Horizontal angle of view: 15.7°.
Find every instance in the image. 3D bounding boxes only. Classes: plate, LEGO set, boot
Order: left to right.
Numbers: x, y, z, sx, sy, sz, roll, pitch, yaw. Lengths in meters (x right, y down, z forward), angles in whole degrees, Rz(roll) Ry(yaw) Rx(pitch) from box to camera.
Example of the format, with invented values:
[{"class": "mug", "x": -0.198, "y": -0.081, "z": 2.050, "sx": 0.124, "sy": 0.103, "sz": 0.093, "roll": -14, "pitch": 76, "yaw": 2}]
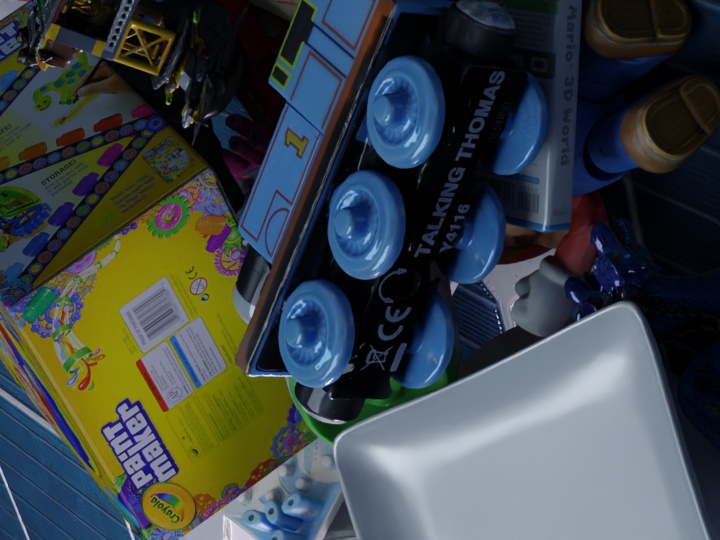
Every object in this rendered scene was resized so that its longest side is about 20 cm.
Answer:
[{"class": "boot", "x": -0.093, "y": -0.080, "z": 1.412, "sx": 0.132, "sy": 0.070, "sz": 0.200, "roll": 65, "pitch": 168, "yaw": -26}, {"class": "LEGO set", "x": -0.064, "y": -0.167, "z": 1.157, "sx": 0.201, "sy": 0.115, "sz": 0.154, "roll": -66, "pitch": 20, "yaw": 15}, {"class": "plate", "x": 0.087, "y": 0.136, "z": 1.136, "sx": 0.199, "sy": 0.032, "sz": 0.201, "roll": -28, "pitch": 75, "yaw": 42}]

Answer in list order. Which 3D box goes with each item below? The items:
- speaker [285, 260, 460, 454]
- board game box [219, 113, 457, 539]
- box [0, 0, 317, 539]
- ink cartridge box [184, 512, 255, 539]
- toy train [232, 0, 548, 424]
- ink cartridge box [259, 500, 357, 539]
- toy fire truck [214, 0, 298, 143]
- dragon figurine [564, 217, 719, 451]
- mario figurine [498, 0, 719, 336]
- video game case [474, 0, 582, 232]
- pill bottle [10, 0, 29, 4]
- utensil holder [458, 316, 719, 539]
[{"class": "speaker", "x": 0.000, "y": 0.000, "z": 1.281, "sx": 0.200, "sy": 0.088, "sz": 0.089, "roll": -97, "pitch": -7, "yaw": -54}, {"class": "board game box", "x": -0.052, "y": 0.032, "z": 1.449, "sx": 0.026, "sy": 0.201, "sz": 0.200, "roll": 24, "pitch": -174, "yaw": -46}, {"class": "box", "x": -0.136, "y": 0.001, "z": 1.354, "sx": 0.193, "sy": 0.122, "sz": 0.200, "roll": 44, "pitch": 165, "yaw": 45}, {"class": "ink cartridge box", "x": -0.085, "y": 0.067, "z": 1.586, "sx": 0.200, "sy": 0.145, "sz": 0.084, "roll": 43, "pitch": 152, "yaw": 26}, {"class": "toy train", "x": 0.005, "y": -0.036, "z": 1.123, "sx": 0.114, "sy": 0.086, "sz": 0.201, "roll": 44, "pitch": 120, "yaw": 42}, {"class": "ink cartridge box", "x": 0.042, "y": 0.193, "z": 1.485, "sx": 0.084, "sy": 0.146, "sz": 0.201, "roll": -10, "pitch": 114, "yaw": 36}, {"class": "toy fire truck", "x": -0.045, "y": -0.144, "z": 1.368, "sx": 0.200, "sy": 0.049, "sz": 0.141, "roll": 54, "pitch": 156, "yaw": 6}, {"class": "dragon figurine", "x": 0.176, "y": 0.049, "z": 1.130, "sx": 0.200, "sy": 0.099, "sz": 0.059, "roll": 50, "pitch": 156, "yaw": 4}, {"class": "mario figurine", "x": 0.075, "y": -0.049, "z": 1.179, "sx": 0.105, "sy": 0.124, "sz": 0.200, "roll": 21, "pitch": 153, "yaw": -16}, {"class": "video game case", "x": 0.044, "y": -0.127, "z": 1.146, "sx": 0.143, "sy": 0.018, "sz": 0.201, "roll": 16, "pitch": 108, "yaw": 50}, {"class": "pill bottle", "x": -0.164, "y": -0.234, "z": 1.402, "sx": 0.112, "sy": 0.112, "sz": 0.200, "roll": 52, "pitch": 155, "yaw": 9}, {"class": "utensil holder", "x": 0.132, "y": 0.135, "z": 1.241, "sx": 0.200, "sy": 0.170, "sz": 0.171, "roll": 37, "pitch": 150, "yaw": 40}]
